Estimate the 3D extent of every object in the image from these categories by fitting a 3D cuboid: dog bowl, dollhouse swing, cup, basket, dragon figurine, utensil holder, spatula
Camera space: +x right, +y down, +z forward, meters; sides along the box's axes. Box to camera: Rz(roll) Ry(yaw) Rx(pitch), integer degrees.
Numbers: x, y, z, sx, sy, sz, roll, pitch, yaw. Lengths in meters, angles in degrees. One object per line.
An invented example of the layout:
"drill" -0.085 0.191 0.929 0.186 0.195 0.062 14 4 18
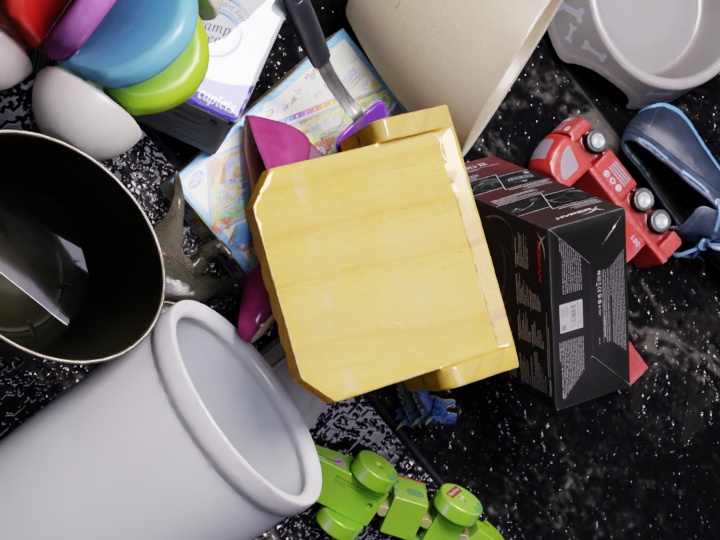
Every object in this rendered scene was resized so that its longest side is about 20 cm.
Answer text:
"dog bowl" 0.255 -0.243 1.637 0.199 0.059 0.201 1 88 -29
"dollhouse swing" 0.000 0.000 1.399 0.175 0.182 0.201 -16 90 -14
"cup" 0.073 -0.211 1.509 0.143 0.200 0.201 31 71 4
"basket" -0.247 -0.005 1.324 0.180 0.200 0.136 40 70 -15
"dragon figurine" 0.009 0.061 1.482 0.200 0.059 0.100 32 52 -42
"utensil holder" -0.154 0.146 1.325 0.200 0.170 0.170 -36 101 14
"spatula" -0.021 -0.147 1.442 0.057 0.021 0.200 -43 134 -15

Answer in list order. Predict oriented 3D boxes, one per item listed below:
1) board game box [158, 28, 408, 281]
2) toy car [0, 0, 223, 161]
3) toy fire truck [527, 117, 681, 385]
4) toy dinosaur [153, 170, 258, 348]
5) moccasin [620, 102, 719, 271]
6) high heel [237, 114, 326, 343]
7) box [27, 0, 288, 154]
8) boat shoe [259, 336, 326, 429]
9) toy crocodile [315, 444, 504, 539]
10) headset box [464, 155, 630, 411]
"board game box" -0.046 -0.081 1.511 0.200 0.034 0.135 -43 101 -22
"toy car" -0.191 -0.188 1.279 0.200 0.150 0.175 33 75 -4
"toy fire truck" 0.197 -0.014 1.602 0.141 0.049 0.200 -44 101 -21
"toy dinosaur" -0.139 0.027 1.418 0.102 0.077 0.201 -6 99 -28
"moccasin" 0.291 -0.049 1.637 0.068 0.080 0.200 -37 86 -37
"high heel" -0.079 -0.032 1.412 0.096 0.067 0.200 31 42 -7
"box" -0.147 -0.222 1.428 0.183 0.105 0.201 24 74 -8
"boat shoe" -0.075 0.119 1.454 0.071 0.070 0.200 49 65 -12
"toy crocodile" 0.029 0.187 1.500 0.200 0.062 0.068 24 110 -14
"headset box" 0.123 0.003 1.483 0.077 0.200 0.149 -15 112 -26
